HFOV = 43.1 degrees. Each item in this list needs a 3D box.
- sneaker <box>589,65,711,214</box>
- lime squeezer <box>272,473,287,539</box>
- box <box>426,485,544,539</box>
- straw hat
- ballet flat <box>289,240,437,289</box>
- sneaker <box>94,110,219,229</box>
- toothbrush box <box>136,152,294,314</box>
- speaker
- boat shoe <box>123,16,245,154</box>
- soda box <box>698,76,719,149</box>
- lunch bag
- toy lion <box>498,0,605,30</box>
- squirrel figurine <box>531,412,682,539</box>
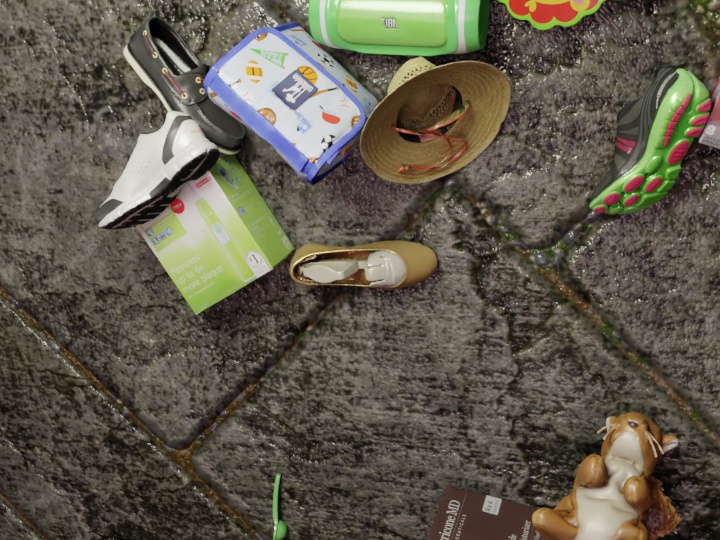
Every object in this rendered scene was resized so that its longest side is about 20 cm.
[{"bbox_3d":[0.323,-0.142,1.029,0.076,0.084,0.200,9,134,-20],"label":"sneaker"},{"bbox_3d":[-0.109,0.412,1.406,0.070,0.038,0.201,-23,101,25],"label":"lime squeezer"},{"bbox_3d":[0.186,0.426,1.238,0.199,0.166,0.165,12,115,13],"label":"box"},{"bbox_3d":[0.073,-0.197,1.066,0.201,0.201,0.085,-39,56,27],"label":"straw hat"},{"bbox_3d":[0.000,0.000,1.193,0.199,0.063,0.069,-2,110,19],"label":"ballet flat"},{"bbox_3d":[-0.265,-0.123,1.147,0.200,0.074,0.080,-35,80,21],"label":"sneaker"},{"bbox_3d":[-0.208,-0.066,1.226,0.145,0.086,0.201,-28,98,25],"label":"toothbrush box"},{"bbox_3d":[0.045,-0.296,1.050,0.199,0.088,0.089,6,112,16],"label":"speaker"},{"bbox_3d":[-0.218,-0.236,1.169,0.202,0.074,0.063,49,124,0],"label":"boat shoe"},{"bbox_3d":[0.471,-0.144,0.976,0.199,0.063,0.070,21,116,10],"label":"soda box"},{"bbox_3d":[-0.075,-0.194,1.066,0.170,0.200,0.124,42,118,0],"label":"lunch bag"},{"bbox_3d":[0.241,-0.350,0.980,0.199,0.069,0.193,20,122,10],"label":"toy lion"},{"bbox_3d":[0.327,0.279,1.146,0.141,0.187,0.200,9,151,32],"label":"squirrel figurine"}]
